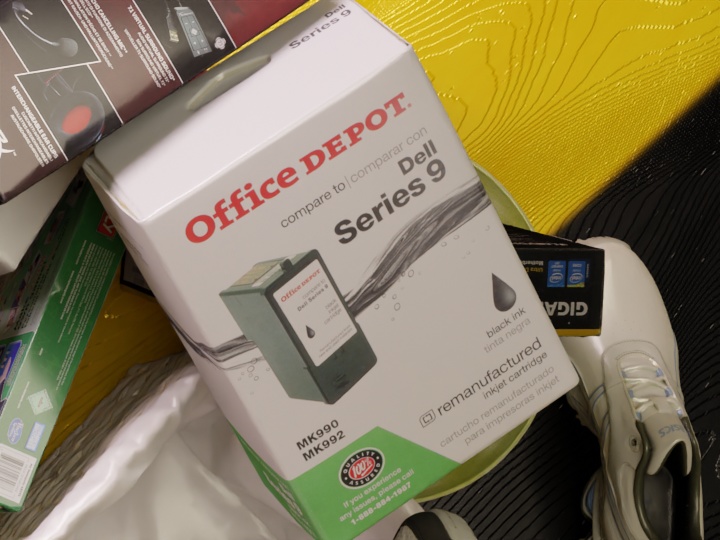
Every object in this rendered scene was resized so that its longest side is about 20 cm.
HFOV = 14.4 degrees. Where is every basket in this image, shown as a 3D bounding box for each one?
[{"bbox_3d":[-0.081,0.167,1.426,0.200,0.161,0.198,46,71,-11],"label":"basket"}]

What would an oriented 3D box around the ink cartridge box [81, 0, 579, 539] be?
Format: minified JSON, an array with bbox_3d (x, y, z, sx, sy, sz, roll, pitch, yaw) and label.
[{"bbox_3d":[-0.012,0.001,1.283,0.146,0.084,0.200,-34,121,-8],"label":"ink cartridge box"}]

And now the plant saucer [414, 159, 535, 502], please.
[{"bbox_3d":[0.011,0.027,1.546,0.199,0.031,0.201,2,84,-22],"label":"plant saucer"}]

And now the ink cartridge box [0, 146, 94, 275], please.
[{"bbox_3d":[-0.228,-0.107,1.399,0.200,0.147,0.146,36,73,-15],"label":"ink cartridge box"}]

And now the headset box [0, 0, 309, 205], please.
[{"bbox_3d":[-0.118,-0.107,1.284,0.200,0.149,0.075,-36,100,-21],"label":"headset box"}]

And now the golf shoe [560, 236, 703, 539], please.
[{"bbox_3d":[0.158,0.077,1.567,0.078,0.097,0.201,-9,87,-21],"label":"golf shoe"}]

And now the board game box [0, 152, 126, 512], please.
[{"bbox_3d":[-0.161,0.023,1.421,0.029,0.135,0.201,25,77,-17],"label":"board game box"}]

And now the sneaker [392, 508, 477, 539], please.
[{"bbox_3d":[-0.004,0.201,1.329,0.087,0.076,0.201,21,78,-20],"label":"sneaker"}]

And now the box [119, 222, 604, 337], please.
[{"bbox_3d":[0.000,0.000,1.435,0.199,0.160,0.050,1,96,-26],"label":"box"}]
